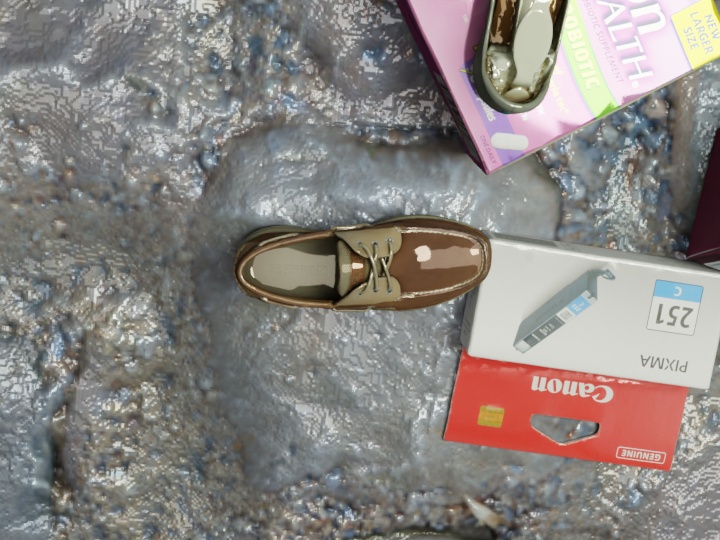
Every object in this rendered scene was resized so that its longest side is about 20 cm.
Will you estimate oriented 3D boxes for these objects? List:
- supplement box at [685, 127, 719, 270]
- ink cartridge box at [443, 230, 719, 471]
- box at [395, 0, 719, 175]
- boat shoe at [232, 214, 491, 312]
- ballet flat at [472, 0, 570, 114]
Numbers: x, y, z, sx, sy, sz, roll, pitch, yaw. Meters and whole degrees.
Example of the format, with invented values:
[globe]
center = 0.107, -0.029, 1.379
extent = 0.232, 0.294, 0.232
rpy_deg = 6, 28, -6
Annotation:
[supplement box]
center = 0.362, -0.034, 1.054
extent = 0.198, 0.086, 0.112
rpy_deg = 18, 81, -9
[ink cartridge box]
center = 0.177, 0.071, 1.101
extent = 0.197, 0.045, 0.178
rpy_deg = 8, 102, -6
[box]
center = 0.136, -0.197, 1.005
extent = 0.198, 0.097, 0.177
rpy_deg = -26, 104, 2
[boat shoe]
center = 0.000, 0.000, 1.041
extent = 0.197, 0.072, 0.077
rpy_deg = -6, 97, 5
[ballet flat]
center = 0.120, -0.201, 0.920
extent = 0.067, 0.064, 0.202
rpy_deg = 9, 103, -6
